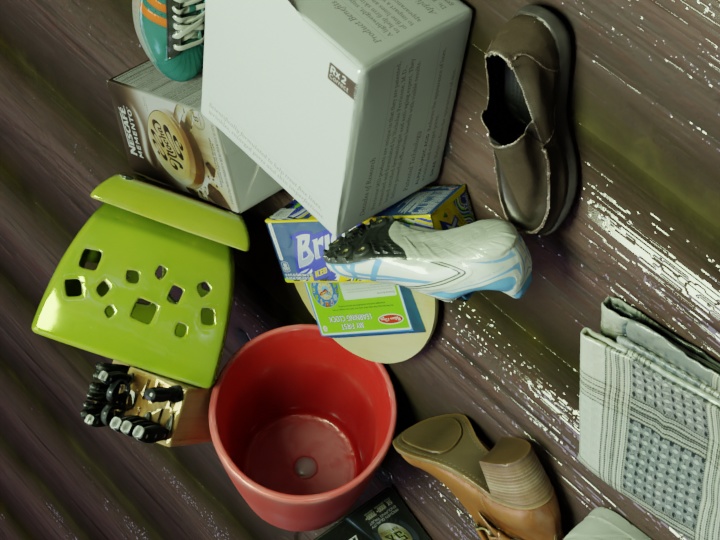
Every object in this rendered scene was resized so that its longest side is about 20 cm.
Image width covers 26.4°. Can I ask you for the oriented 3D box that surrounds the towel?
[{"bbox_3d":[0.258,0.139,1.272,0.192,0.034,0.201,35,141,36],"label":"towel"}]

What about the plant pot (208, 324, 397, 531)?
[{"bbox_3d":[-0.062,0.184,1.645,0.200,0.200,0.178,46,159,20],"label":"plant pot"}]

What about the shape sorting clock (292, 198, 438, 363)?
[{"bbox_3d":[0.000,0.000,1.524,0.199,0.039,0.201,23,125,37],"label":"shape sorting clock"}]

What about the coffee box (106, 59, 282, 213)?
[{"bbox_3d":[-0.171,-0.147,1.607,0.199,0.080,0.114,22,134,46],"label":"coffee box"}]

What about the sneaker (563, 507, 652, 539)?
[{"bbox_3d":[0.245,0.298,1.352,0.200,0.115,0.074,28,136,39],"label":"sneaker"}]

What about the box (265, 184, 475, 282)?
[{"bbox_3d":[0.011,-0.032,1.415,0.199,0.064,0.070,0,117,40],"label":"box"}]

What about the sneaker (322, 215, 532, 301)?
[{"bbox_3d":[0.053,-0.004,1.305,0.199,0.072,0.073,2,126,35],"label":"sneaker"}]

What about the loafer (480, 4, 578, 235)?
[{"bbox_3d":[0.123,-0.110,1.218,0.073,0.071,0.201,27,137,42],"label":"loafer"}]

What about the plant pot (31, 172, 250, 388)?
[{"bbox_3d":[-0.220,0.001,1.628,0.198,0.183,0.200,19,-177,-6],"label":"plant pot"}]

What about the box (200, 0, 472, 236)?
[{"bbox_3d":[-0.028,-0.178,1.322,0.199,0.130,0.201,43,146,26],"label":"box"}]

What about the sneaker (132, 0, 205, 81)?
[{"bbox_3d":[-0.180,-0.276,1.516,0.080,0.071,0.201,28,134,46],"label":"sneaker"}]

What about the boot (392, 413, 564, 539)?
[{"bbox_3d":[0.124,0.228,1.524,0.199,0.077,0.156,4,124,46],"label":"boot"}]

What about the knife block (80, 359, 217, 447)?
[{"bbox_3d":[-0.192,0.143,1.562,0.175,0.199,0.064,24,95,62],"label":"knife block"}]

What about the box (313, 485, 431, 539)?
[{"bbox_3d":[-0.037,0.352,1.725,0.086,0.199,0.164,52,148,11],"label":"box"}]
